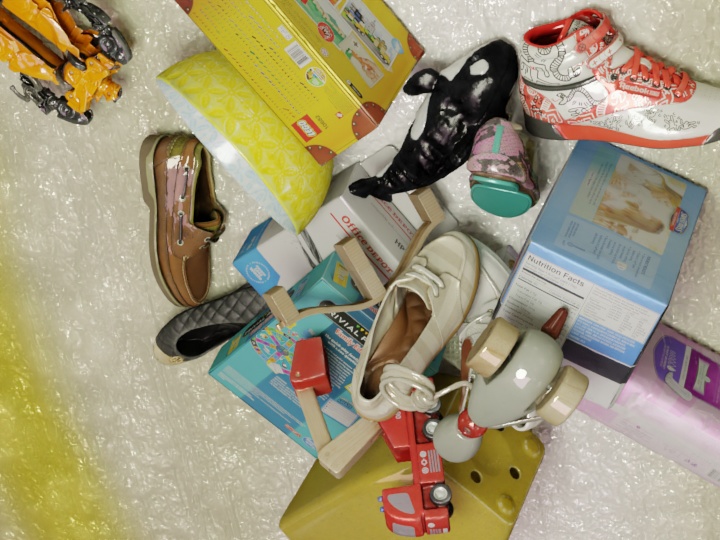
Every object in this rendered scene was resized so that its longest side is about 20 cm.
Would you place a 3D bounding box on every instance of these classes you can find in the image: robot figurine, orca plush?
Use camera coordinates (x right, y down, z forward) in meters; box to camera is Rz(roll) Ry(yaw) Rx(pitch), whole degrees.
[{"bbox_3d":[-0.312,-0.236,1.515,0.200,0.058,0.145,38,129,-7],"label":"robot figurine"},{"bbox_3d":[0.071,-0.121,1.410,0.200,0.071,0.105,-33,121,18],"label":"orca plush"}]

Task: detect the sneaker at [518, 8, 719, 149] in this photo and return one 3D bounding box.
[{"bbox_3d":[0.233,-0.169,1.343,0.201,0.067,0.108,4,127,22],"label":"sneaker"}]

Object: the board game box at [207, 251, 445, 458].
[{"bbox_3d":[-0.035,0.089,1.563,0.151,0.047,0.200,40,129,-14],"label":"board game box"}]

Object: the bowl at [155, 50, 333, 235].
[{"bbox_3d":[-0.086,-0.140,1.448,0.108,0.200,0.200,-42,107,-7],"label":"bowl"}]

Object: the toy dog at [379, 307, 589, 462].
[{"bbox_3d":[0.123,0.091,1.320,0.132,0.096,0.200,49,145,-17],"label":"toy dog"}]

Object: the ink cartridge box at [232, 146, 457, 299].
[{"bbox_3d":[-0.016,-0.026,1.542,0.200,0.068,0.116,-31,110,34],"label":"ink cartridge box"}]

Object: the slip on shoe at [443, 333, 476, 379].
[{"bbox_3d":[0.121,0.068,1.562,0.200,0.061,0.074,44,108,3],"label":"slip on shoe"}]

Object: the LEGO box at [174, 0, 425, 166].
[{"bbox_3d":[-0.050,-0.217,1.367,0.077,0.149,0.200,-31,108,35],"label":"LEGO box"}]

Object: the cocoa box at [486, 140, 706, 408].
[{"bbox_3d":[0.211,-0.004,1.383,0.133,0.200,0.131,26,129,6],"label":"cocoa box"}]

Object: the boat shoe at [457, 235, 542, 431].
[{"bbox_3d":[0.127,0.061,1.482,0.071,0.069,0.200,-29,92,38],"label":"boat shoe"}]

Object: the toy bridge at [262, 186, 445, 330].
[{"bbox_3d":[0.000,0.000,1.464,0.067,0.200,0.027,60,161,-14],"label":"toy bridge"}]

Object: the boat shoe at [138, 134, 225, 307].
[{"bbox_3d":[-0.176,-0.044,1.589,0.068,0.072,0.200,4,126,19],"label":"boat shoe"}]

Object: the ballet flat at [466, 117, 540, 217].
[{"bbox_3d":[0.132,-0.097,1.401,0.069,0.200,0.071,13,85,10],"label":"ballet flat"}]

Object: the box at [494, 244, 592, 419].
[{"bbox_3d":[0.190,0.062,1.543,0.039,0.041,0.200,-30,108,35],"label":"box"}]

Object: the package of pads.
[{"bbox_3d":[0.308,0.124,1.490,0.200,0.121,0.076,29,129,0],"label":"package of pads"}]

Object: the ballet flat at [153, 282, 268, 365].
[{"bbox_3d":[-0.154,0.065,1.656,0.200,0.057,0.066,-27,152,37],"label":"ballet flat"}]

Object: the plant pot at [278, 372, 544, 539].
[{"bbox_3d":[0.075,0.219,1.584,0.194,0.196,0.200,40,136,-10],"label":"plant pot"}]

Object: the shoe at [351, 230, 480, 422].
[{"bbox_3d":[0.051,0.048,1.435,0.070,0.200,0.053,23,167,23],"label":"shoe"}]

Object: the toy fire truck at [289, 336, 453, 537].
[{"bbox_3d":[0.009,0.157,1.458,0.141,0.200,0.049,-7,152,3],"label":"toy fire truck"}]
